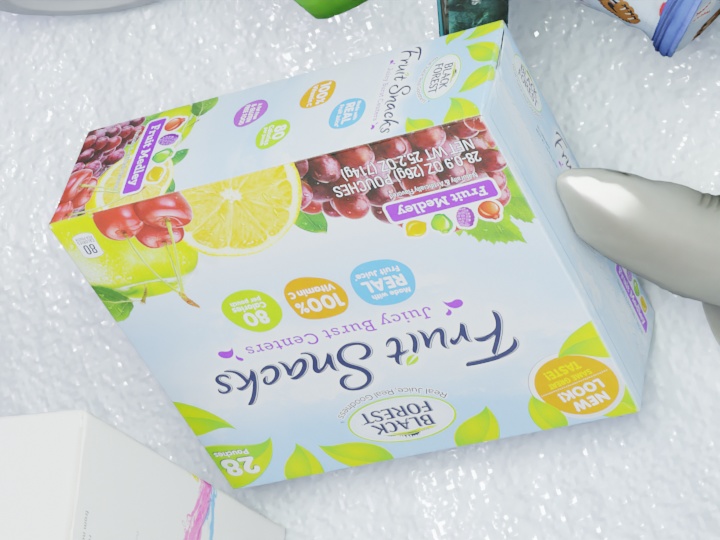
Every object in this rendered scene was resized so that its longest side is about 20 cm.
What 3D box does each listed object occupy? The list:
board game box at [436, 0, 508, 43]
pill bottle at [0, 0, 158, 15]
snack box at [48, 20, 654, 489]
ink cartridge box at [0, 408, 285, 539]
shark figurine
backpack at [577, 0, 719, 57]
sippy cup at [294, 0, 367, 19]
[{"bbox_3d":[0.039,-0.186,0.975,0.028,0.135,0.201,-4,66,1],"label":"board game box"},{"bbox_3d":[-0.138,-0.226,1.104,0.110,0.111,0.201,-9,82,25],"label":"pill bottle"},{"bbox_3d":[0.000,0.000,0.991,0.199,0.169,0.068,-11,39,25],"label":"snack box"},{"bbox_3d":[-0.125,0.155,1.034,0.128,0.200,0.126,-7,66,26],"label":"ink cartridge box"},{"bbox_3d":[0.199,-0.018,0.929,0.214,0.090,0.129,-23,117,4],"label":"shark figurine"},{"bbox_3d":[0.149,-0.176,0.929,0.154,0.200,0.191,41,107,9],"label":"backpack"},{"bbox_3d":[-0.038,-0.205,1.042,0.139,0.130,0.179,14,93,25],"label":"sippy cup"}]
